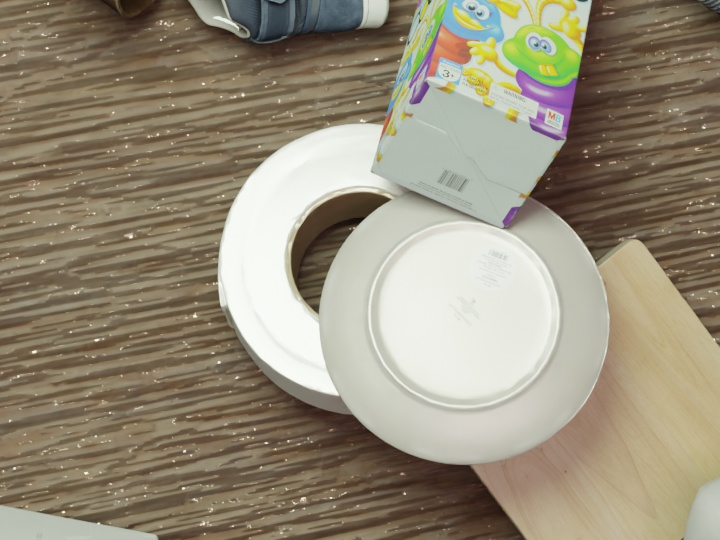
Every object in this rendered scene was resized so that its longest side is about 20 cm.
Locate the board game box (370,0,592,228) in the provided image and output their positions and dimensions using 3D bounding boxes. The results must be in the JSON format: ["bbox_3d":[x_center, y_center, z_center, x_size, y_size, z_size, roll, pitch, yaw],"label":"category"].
[{"bbox_3d":[0.090,-0.148,1.294,0.105,0.103,0.200,22,49,-9],"label":"board game box"}]

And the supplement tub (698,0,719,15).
[{"bbox_3d":[0.291,-0.250,1.348,0.200,0.140,0.140,33,89,-8],"label":"supplement tub"}]

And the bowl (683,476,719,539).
[{"bbox_3d":[0.315,0.210,1.376,0.200,0.075,0.200,-16,127,-21],"label":"bowl"}]

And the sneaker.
[{"bbox_3d":[-0.067,-0.261,1.321,0.146,0.077,0.203,-13,96,-19],"label":"sneaker"}]

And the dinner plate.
[{"bbox_3d":[0.071,0.032,1.272,0.200,0.024,0.201,0,75,1],"label":"dinner plate"}]

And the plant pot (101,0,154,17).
[{"bbox_3d":[-0.205,-0.303,1.276,0.200,0.187,0.187,28,90,5],"label":"plant pot"}]

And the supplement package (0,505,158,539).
[{"bbox_3d":[-0.228,0.285,1.288,0.147,0.191,0.200,12,93,-7],"label":"supplement package"}]

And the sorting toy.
[{"bbox_3d":[0.179,0.112,1.392,0.199,0.070,0.200,-38,97,-4],"label":"sorting toy"}]

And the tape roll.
[{"bbox_3d":[0.000,0.000,1.330,0.202,0.071,0.203,0,76,2],"label":"tape roll"}]
